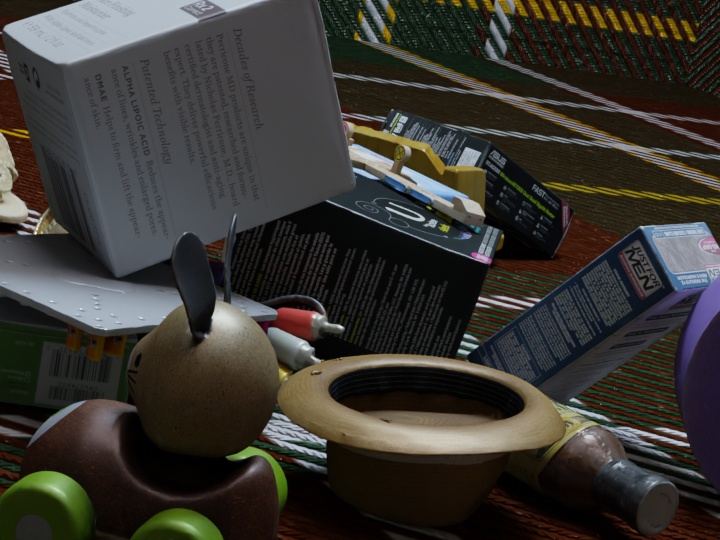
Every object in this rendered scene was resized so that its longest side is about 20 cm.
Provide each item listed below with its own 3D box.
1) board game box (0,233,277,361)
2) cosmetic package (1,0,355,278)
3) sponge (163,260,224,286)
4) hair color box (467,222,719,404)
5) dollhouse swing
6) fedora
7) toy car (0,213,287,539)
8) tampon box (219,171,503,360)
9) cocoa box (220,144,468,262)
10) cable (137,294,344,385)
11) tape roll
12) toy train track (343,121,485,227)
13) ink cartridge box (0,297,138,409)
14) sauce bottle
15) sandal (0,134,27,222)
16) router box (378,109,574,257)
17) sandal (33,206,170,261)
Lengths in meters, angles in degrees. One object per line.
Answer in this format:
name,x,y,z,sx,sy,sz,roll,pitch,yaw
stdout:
board game box,-0.192,0.016,1.440,0.199,0.026,0.199,20,13,32
cosmetic package,-0.136,-0.121,1.508,0.198,0.167,0.165,-21,24,-19
sponge,-0.141,0.025,1.715,0.110,0.030,0.200,16,12,14
hair color box,0.189,0.039,1.598,0.100,0.200,0.061,-5,63,-51
dollhouse swing,0.051,-0.092,2.111,0.198,0.183,0.176,17,34,26
fedora,0.039,0.118,1.359,0.198,0.083,0.201,6,16,-2
toy car,-0.110,0.068,1.165,0.156,0.202,0.164,14,13,10
tampon box,0.000,0.000,1.664,0.198,0.127,0.150,22,14,3
cocoa box,-0.016,-0.038,1.859,0.132,0.133,0.200,4,15,-34
cable,-0.105,0.038,1.576,0.198,0.098,0.051,20,-29,16
tape roll,0.334,0.085,1.497,0.198,0.202,0.085,12,12,2
toy train track,0.035,-0.087,1.712,0.114,0.033,0.199,13,13,-45
ink cartridge box,-0.224,0.044,1.486,0.103,0.060,0.200,9,13,-13
sauce bottle,0.145,0.131,1.437,0.064,0.065,0.199,1,16,-39
sandal,-0.372,-0.108,1.950,0.077,0.070,0.211,5,15,-28
router box,0.125,-0.096,2.241,0.149,0.063,0.200,22,-8,40
sandal,-0.257,-0.041,1.732,0.209,0.070,0.078,-2,8,-22
